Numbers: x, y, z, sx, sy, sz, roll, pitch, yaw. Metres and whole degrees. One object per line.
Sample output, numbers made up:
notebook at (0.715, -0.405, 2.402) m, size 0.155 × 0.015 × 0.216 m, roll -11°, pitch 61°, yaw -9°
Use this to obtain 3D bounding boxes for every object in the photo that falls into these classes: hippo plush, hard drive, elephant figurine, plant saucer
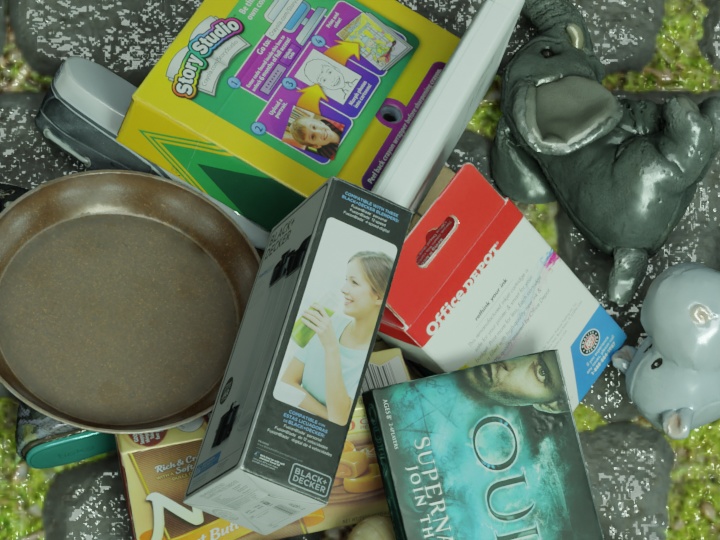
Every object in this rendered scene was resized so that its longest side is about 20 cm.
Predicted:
hippo plush at (0.256, 0.050, 1.373) m, size 0.160 × 0.159 × 0.200 m, roll -2°, pitch 120°, yaw -13°
hard drive at (0.048, -0.089, 1.354) m, size 0.027 × 0.132 × 0.200 m, roll 28°, pitch 66°, yaw 4°
elephant figurine at (0.151, -0.104, 1.414) m, size 0.200 × 0.155 × 0.142 m, roll 30°, pitch 121°, yaw 9°
plant saucer at (-0.160, 0.025, 1.301) m, size 0.200 × 0.035 × 0.201 m, roll 5°, pitch 58°, yaw -8°

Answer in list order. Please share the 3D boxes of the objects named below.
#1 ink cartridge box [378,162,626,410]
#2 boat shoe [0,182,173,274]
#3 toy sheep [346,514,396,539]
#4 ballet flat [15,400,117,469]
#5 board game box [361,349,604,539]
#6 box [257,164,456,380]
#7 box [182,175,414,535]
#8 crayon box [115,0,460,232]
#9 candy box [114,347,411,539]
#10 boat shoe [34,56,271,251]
ink cartridge box at (0.080, 0.024, 1.348) m, size 0.116 × 0.067 × 0.200 m, roll -52°, pitch 123°, yaw -13°
boat shoe at (-0.222, -0.019, 1.369) m, size 0.200 × 0.060 × 0.074 m, roll 22°, pitch 76°, yaw -3°
toy sheep at (-0.007, 0.261, 1.317) m, size 0.138 × 0.138 × 0.200 m, roll 15°, pitch 95°, yaw -4°
ballet flat at (-0.140, 0.087, 1.361) m, size 0.200 × 0.072 × 0.072 m, roll -8°, pitch 81°, yaw -10°
board game box at (0.088, 0.161, 1.278) m, size 0.135 × 0.028 × 0.200 m, roll -12°, pitch 84°, yaw -18°
box at (0.000, 0.000, 1.415) m, size 0.163 × 0.021 × 0.200 m, roll 38°, pitch 77°, yaw 0°
box at (-0.039, 0.054, 1.230) m, size 0.060 × 0.117 × 0.200 m, roll 24°, pitch 67°, yaw -15°
crayon box at (-0.045, -0.126, 1.375) m, size 0.172 × 0.058 × 0.200 m, roll 30°, pitch 53°, yaw 2°
candy box at (-0.062, 0.126, 1.333) m, size 0.200 × 0.116 × 0.055 m, roll -10°, pitch 42°, yaw -7°
boat shoe at (-0.142, -0.067, 1.387) m, size 0.200 × 0.072 × 0.068 m, roll 35°, pitch 116°, yaw 1°
